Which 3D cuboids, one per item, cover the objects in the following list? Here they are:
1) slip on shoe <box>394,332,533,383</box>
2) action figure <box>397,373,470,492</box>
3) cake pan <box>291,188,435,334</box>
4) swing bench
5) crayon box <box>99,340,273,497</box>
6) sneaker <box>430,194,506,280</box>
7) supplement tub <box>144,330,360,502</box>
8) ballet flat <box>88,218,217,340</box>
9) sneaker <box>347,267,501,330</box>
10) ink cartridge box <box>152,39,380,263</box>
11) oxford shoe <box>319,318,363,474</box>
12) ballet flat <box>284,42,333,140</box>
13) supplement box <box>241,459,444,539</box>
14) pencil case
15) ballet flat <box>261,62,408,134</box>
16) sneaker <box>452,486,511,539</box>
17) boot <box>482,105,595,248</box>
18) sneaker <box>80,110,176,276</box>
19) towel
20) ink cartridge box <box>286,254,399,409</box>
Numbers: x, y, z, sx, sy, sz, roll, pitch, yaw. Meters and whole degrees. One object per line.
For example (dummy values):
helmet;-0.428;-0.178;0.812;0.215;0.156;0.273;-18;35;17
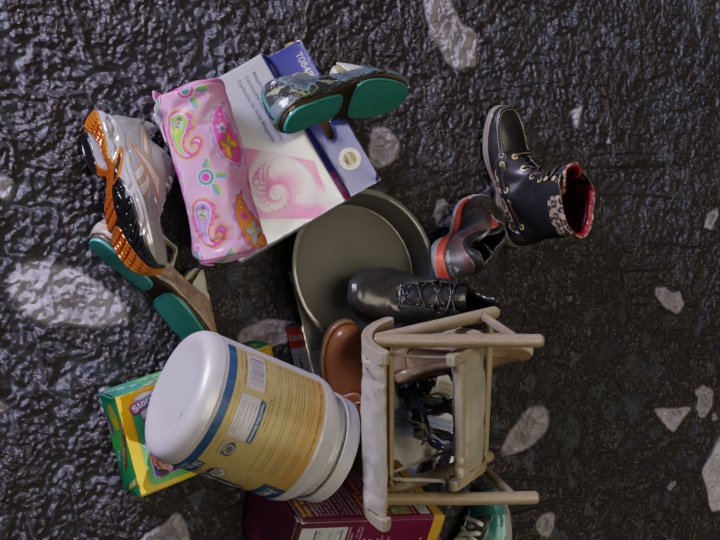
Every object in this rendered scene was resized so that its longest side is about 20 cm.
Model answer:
slip on shoe;0.125;0.109;1.227;0.199;0.076;0.061;7;71;-30
action figure;0.103;0.181;1.276;0.102;0.119;0.201;-9;98;12
cake pan;0.000;0.000;1.234;0.200;0.037;0.201;5;80;-28
swing bench;0.086;0.158;1.116;0.199;0.130;0.200;-4;105;-19
crayon box;-0.187;0.167;1.163;0.199;0.058;0.119;-17;99;-29
sneaker;0.160;-0.042;1.311;0.077;0.082;0.200;66;32;-22
supplement tub;-0.115;0.164;1.087;0.200;0.145;0.145;26;78;-27
ballet flat;-0.218;0.008;1.142;0.200;0.068;0.067;49;53;-22
sneaker;0.080;0.032;1.200;0.199;0.091;0.076;8;77;-27
ink cartridge box;-0.105;-0.141;1.162;0.200;0.043;0.197;-31;93;-6
oxford shoe;0.003;0.152;1.180;0.071;0.071;0.201;-21;112;-24
ballet flat;-0.069;-0.175;1.219;0.063;0.069;0.201;-25;103;-31
supplement box;-0.022;0.303;1.206;0.199;0.131;0.104;7;110;-29
pencil case;-0.164;-0.107;1.091;0.087;0.087;0.201;-17;93;-29
ballet flat;-0.030;-0.209;1.153;0.200;0.074;0.075;-18;100;-42
sneaker;0.146;0.391;1.352;0.080;0.071;0.201;13;86;-34
boot;0.239;-0.129;1.350;0.073;0.150;0.201;-7;95;-29
sneaker;-0.232;-0.089;1.094;0.092;0.076;0.201;-7;67;-38
towel;0.077;0.180;1.337;0.146;0.024;0.201;18;80;-27
ink cartridge box;-0.030;0.091;1.254;0.109;0.050;0.201;-13;88;-29
